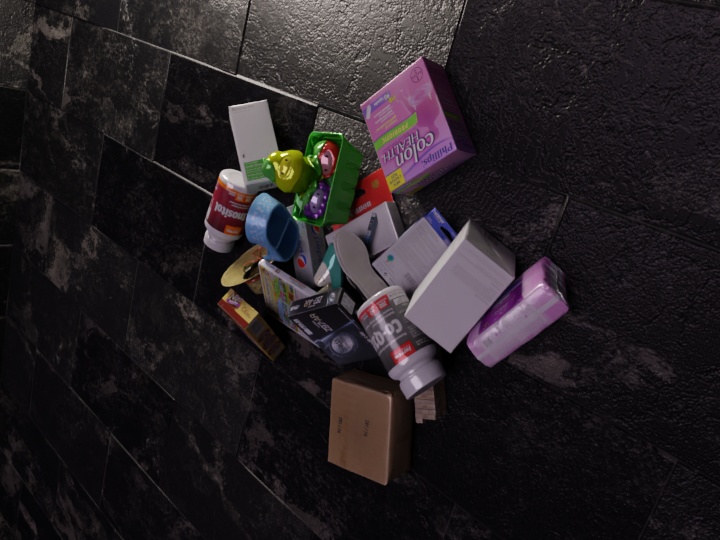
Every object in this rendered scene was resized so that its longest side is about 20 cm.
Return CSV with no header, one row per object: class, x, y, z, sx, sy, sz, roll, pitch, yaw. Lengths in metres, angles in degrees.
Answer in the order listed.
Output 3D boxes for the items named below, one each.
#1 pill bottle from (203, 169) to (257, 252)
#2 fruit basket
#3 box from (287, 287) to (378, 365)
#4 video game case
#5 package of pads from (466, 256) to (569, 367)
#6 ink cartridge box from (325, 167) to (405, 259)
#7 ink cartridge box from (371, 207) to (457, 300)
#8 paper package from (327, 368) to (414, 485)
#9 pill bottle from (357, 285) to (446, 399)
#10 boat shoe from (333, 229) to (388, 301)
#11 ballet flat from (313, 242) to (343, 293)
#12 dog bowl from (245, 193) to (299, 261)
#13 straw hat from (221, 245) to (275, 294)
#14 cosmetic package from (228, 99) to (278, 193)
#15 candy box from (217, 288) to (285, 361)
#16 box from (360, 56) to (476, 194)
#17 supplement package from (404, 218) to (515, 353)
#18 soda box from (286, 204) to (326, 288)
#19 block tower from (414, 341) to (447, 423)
pill bottle,-0.356,-0.158,1.536,0.112,0.111,0.205,38,116,28
fruit basket,-0.113,-0.212,1.270,0.153,0.210,0.225,18,105,48
box,-0.045,0.130,1.279,0.156,0.201,0.045,-15,41,36
video game case,-0.165,0.083,1.374,0.178,0.023,0.203,30,147,20
package of pads,0.289,0.078,1.042,0.075,0.121,0.200,42,120,-4
ink cartridge box,-0.001,-0.114,1.306,0.196,0.044,0.182,-25,79,36
ink cartridge box,0.128,-0.031,1.192,0.120,0.042,0.199,48,124,0
paper package,0.023,0.347,1.287,0.186,0.102,0.209,8,99,38
pill bottle,0.084,0.146,1.149,0.114,0.112,0.204,-42,69,32
boat shoe,0.000,0.000,1.264,0.202,0.074,0.060,52,166,-11
ballet flat,-0.073,0.037,1.313,0.067,0.068,0.206,43,144,51
dog bowl,-0.194,-0.090,1.292,0.048,0.201,0.115,17,72,19
straw hat,-0.256,0.009,1.464,0.196,0.203,0.087,-8,124,37
cosmetic package,-0.264,-0.313,1.443,0.085,0.104,0.208,144,111,-78
candy box,-0.275,0.143,1.452,0.115,0.202,0.057,36,75,30
box,0.116,-0.291,1.167,0.173,0.095,0.207,-27,78,36
supplement package,0.193,0.029,1.097,0.120,0.120,0.202,36,117,0
soda box,-0.127,-0.060,1.393,0.062,0.067,0.208,-11,87,37
block tower,0.143,0.217,1.213,0.056,0.053,0.209,-4,92,38
